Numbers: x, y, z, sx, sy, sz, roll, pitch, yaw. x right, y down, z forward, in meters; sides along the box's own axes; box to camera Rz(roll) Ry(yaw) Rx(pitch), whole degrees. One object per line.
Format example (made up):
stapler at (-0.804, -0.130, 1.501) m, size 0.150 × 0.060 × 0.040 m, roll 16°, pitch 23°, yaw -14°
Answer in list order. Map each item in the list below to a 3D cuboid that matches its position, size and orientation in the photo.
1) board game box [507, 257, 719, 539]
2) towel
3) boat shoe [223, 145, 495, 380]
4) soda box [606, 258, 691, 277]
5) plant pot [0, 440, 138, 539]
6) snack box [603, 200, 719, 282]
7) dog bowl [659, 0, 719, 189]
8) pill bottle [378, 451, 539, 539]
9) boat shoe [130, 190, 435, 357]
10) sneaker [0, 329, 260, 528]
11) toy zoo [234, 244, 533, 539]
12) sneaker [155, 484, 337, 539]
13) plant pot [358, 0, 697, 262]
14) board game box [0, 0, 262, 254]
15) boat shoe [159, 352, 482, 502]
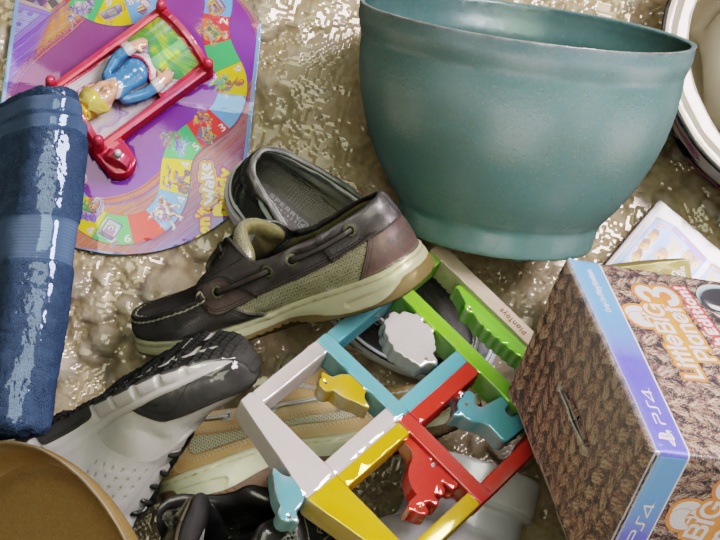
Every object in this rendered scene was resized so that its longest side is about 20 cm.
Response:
board game box at (0.203, 0.090, 0.990) m, size 0.199 × 0.097 × 0.160 m, roll 8°, pitch 34°, yaw -19°
towel at (-0.197, 0.000, 1.058) m, size 0.048 × 0.112 × 0.201 m, roll 14°, pitch 75°, yaw -36°
boat shoe at (0.000, 0.000, 1.124) m, size 0.200 × 0.071 × 0.072 m, roll 35°, pitch 75°, yaw -2°
soda box at (0.168, 0.096, 1.113) m, size 0.067 × 0.064 × 0.201 m, roll -6°, pitch 87°, yaw -7°
plant pot at (-0.171, 0.190, 1.025) m, size 0.027 × 0.200 × 0.201 m, roll -11°, pitch 76°, yaw -48°
snack box at (0.240, 0.048, 1.166) m, size 0.200 × 0.024 × 0.072 m, roll 41°, pitch 79°, yaw 3°
dog bowl at (0.280, -0.125, 1.183) m, size 0.199 × 0.074 × 0.201 m, roll 1°, pitch 79°, yaw -6°
pill bottle at (0.039, 0.209, 1.064) m, size 0.112 × 0.112 × 0.201 m, roll 17°, pitch 77°, yaw -3°
boat shoe at (-0.053, 0.000, 1.076) m, size 0.200 × 0.072 × 0.066 m, roll -14°, pitch 105°, yaw 30°
sneaker at (-0.129, 0.101, 1.063) m, size 0.200 × 0.074 × 0.080 m, roll -31°, pitch 93°, yaw 27°
toy zoo at (0.023, 0.084, 1.036) m, size 0.131 × 0.020 × 0.200 m, roll 44°, pitch 57°, yaw 12°
sneaker at (-0.101, 0.189, 1.033) m, size 0.199 × 0.076 × 0.114 m, roll -38°, pitch 127°, yaw 14°
plant pot at (0.089, -0.083, 1.106) m, size 0.200 × 0.200 × 0.135 m, roll 7°, pitch 104°, yaw -5°
board game box at (-0.143, -0.111, 1.147) m, size 0.157 × 0.039 × 0.201 m, roll 7°, pitch 78°, yaw -5°
boat shoe at (-0.029, 0.084, 1.104) m, size 0.199 × 0.072 × 0.076 m, roll -15°, pitch 79°, yaw -9°
